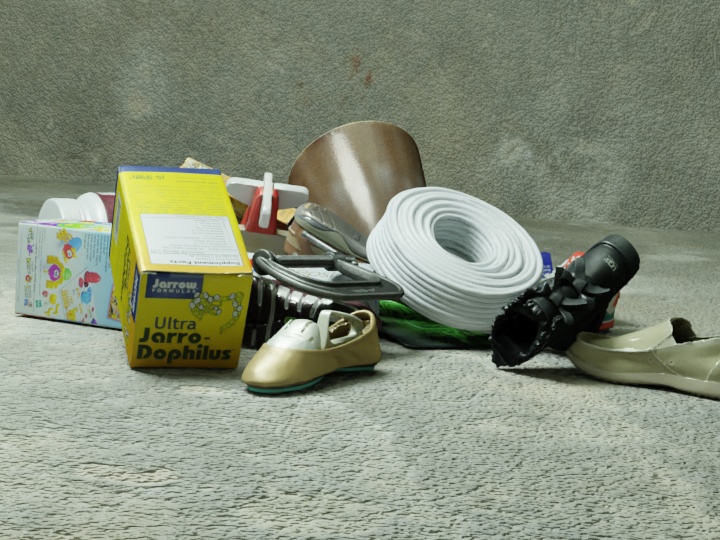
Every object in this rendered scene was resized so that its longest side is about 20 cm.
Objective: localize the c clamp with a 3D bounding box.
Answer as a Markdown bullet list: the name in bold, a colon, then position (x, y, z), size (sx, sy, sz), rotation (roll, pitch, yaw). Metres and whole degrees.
- **c clamp**: position (-0.044, 0.001, 1.596), size (0.170, 0.027, 0.199), rotation (25, 14, 25)

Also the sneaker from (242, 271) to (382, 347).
- **sneaker**: position (-0.068, 0.045, 1.602), size (0.198, 0.077, 0.115), rotation (17, 11, 20)

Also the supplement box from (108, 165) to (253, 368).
- **supplement box**: position (-0.180, -0.006, 1.481), size (0.108, 0.111, 0.201), rotation (1, 32, -17)

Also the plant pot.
- **plant pot**: position (0.019, -0.057, 1.972), size (0.185, 0.188, 0.201), rotation (1, 47, -25)

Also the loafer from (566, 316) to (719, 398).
- **loafer**: position (0.300, 0.079, 1.502), size (0.198, 0.069, 0.075), rotation (8, 8, 32)

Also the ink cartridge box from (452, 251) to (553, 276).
- **ink cartridge box**: position (0.170, -0.010, 1.929), size (0.098, 0.040, 0.200), rotation (-1, 8, -27)

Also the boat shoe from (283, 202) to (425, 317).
- **boat shoe**: position (0.000, 0.000, 1.754), size (0.199, 0.072, 0.076), rotation (33, 16, 1)

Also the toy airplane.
- **toy airplane**: position (-0.124, -0.021, 1.824), size (0.198, 0.143, 0.199), rotation (-14, -33, 32)

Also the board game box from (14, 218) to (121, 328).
- **board game box**: position (-0.271, 0.004, 1.680), size (0.198, 0.106, 0.103), rotation (7, 7, 24)

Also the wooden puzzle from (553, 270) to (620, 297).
- **wooden puzzle**: position (0.206, 0.031, 1.947), size (0.198, 0.047, 0.185), rotation (-1, 8, -21)

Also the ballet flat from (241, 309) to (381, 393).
- **ballet flat**: position (-0.046, 0.070, 1.412), size (0.068, 0.064, 0.199), rotation (7, 7, 29)

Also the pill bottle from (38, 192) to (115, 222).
- **pill bottle**: position (-0.331, -0.049, 2.062), size (0.198, 0.116, 0.114), rotation (-1, 8, -34)

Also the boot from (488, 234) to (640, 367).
- **boot**: position (0.196, 0.052, 1.573), size (0.162, 0.073, 0.199), rotation (-33, -15, -35)

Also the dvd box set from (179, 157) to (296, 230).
- **dvd box set**: position (-0.151, -0.065, 2.073), size (0.199, 0.029, 0.147), rotation (27, -27, 29)

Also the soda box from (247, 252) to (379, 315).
- **soda box**: position (-0.081, 0.025, 1.710), size (0.198, 0.064, 0.068), rotation (6, 24, 18)

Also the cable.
- **cable**: position (0.108, -0.014, 1.708), size (0.198, 0.070, 0.201), rotation (4, 40, -27)

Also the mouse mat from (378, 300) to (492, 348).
- **mouse mat**: position (0.084, 0.060, 1.742), size (0.159, 0.008, 0.200), rotation (1, 12, -24)

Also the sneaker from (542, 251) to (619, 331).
- **sneaker**: position (0.233, 0.020, 1.807), size (0.198, 0.094, 0.070), rotation (2, 22, -34)
